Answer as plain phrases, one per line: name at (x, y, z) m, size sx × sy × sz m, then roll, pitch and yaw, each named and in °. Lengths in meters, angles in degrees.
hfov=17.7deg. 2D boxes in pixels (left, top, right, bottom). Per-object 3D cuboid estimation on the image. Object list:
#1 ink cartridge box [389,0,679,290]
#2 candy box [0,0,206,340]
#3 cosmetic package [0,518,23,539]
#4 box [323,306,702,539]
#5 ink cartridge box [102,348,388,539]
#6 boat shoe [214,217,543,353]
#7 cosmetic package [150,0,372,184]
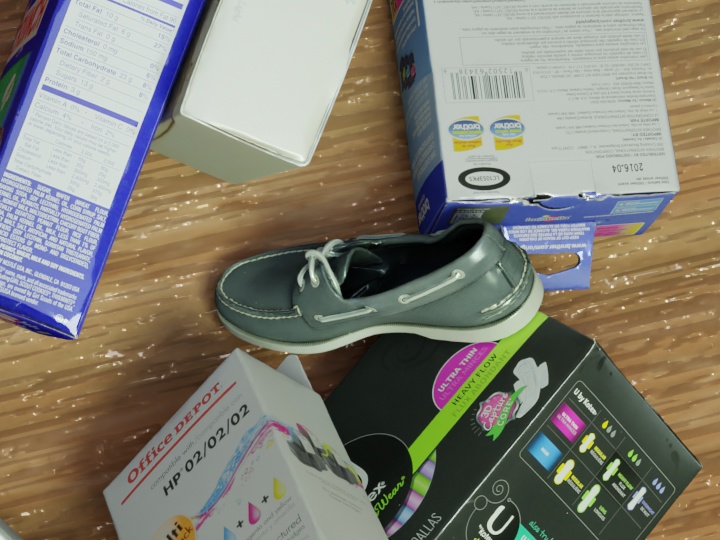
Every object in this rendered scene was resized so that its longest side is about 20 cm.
ink cartridge box at (0.096, -0.090, 1.294) m, size 0.136 × 0.076 × 0.200 m, roll -3°, pitch 70°, yaw -11°
candy box at (-0.157, -0.070, 1.219) m, size 0.077 × 0.169 × 0.200 m, roll 22°, pitch 84°, yaw -14°
cosmetic package at (-0.201, 0.230, 1.184) m, size 0.167 × 0.200 × 0.166 m, roll -44°, pitch 95°, yaw -10°
box at (0.053, 0.124, 1.252) m, size 0.200 × 0.148 × 0.124 m, roll -50°, pitch 126°, yaw -9°
ink cartridge box at (-0.063, 0.125, 1.194) m, size 0.068 × 0.200 × 0.115 m, roll 33°, pitch 108°, yaw -36°
boat shoe at (0.000, 0.000, 1.253) m, size 0.062 × 0.200 × 0.073 m, roll 57°, pitch 44°, yaw -42°
cosmetic package at (-0.061, -0.108, 1.224) m, size 0.073 × 0.200 × 0.104 m, roll 22°, pitch 84°, yaw -11°
